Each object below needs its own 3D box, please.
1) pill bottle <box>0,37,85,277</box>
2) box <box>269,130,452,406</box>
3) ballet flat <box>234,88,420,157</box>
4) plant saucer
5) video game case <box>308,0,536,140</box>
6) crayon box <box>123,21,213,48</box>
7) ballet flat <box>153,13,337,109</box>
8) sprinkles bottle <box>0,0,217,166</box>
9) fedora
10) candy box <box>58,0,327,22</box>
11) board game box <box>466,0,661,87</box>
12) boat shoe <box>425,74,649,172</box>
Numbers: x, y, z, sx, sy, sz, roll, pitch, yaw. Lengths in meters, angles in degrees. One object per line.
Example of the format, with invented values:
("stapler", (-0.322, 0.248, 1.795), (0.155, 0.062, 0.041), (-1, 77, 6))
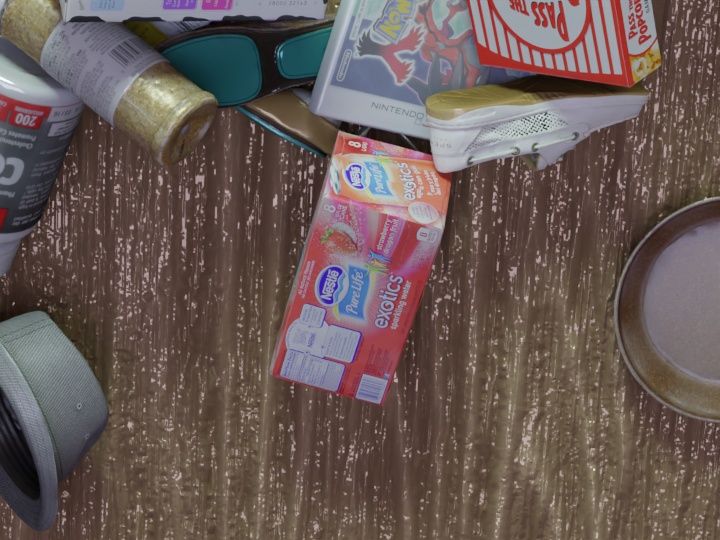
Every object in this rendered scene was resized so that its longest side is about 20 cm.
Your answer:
("pill bottle", (-0.298, -0.094, 1.611), (0.114, 0.114, 0.200), (23, 120, -5))
("box", (0.000, 0.000, 1.624), (0.103, 0.095, 0.200), (14, 129, -3))
("ballet flat", (-0.013, -0.111, 1.648), (0.200, 0.069, 0.063), (32, 94, -17))
("plant saucer", (0.313, 0.030, 1.690), (0.200, 0.037, 0.201), (1, 106, 2))
("video game case", (0.070, -0.202, 1.603), (0.182, 0.023, 0.200), (11, 107, -26))
("crayon box", (-0.209, -0.249, 1.615), (0.200, 0.051, 0.127), (40, 103, -10))
("ballet flat", (-0.084, -0.171, 1.605), (0.200, 0.067, 0.068), (-8, 109, -20))
("sprinkles bottle", (-0.203, -0.163, 1.523), (0.200, 0.068, 0.068), (39, 104, 14))
("fedora", (-0.272, 0.111, 1.683), (0.090, 0.177, 0.200), (-27, 129, -25))
("candy box", (-0.137, -0.259, 1.487), (0.200, 0.168, 0.072), (-4, 132, -20))
("board game box", (0.142, -0.245, 1.512), (0.151, 0.046, 0.200), (14, 128, 43))
("boat shoe", (0.141, -0.116, 1.612), (0.200, 0.071, 0.069), (-9, 112, -24))
